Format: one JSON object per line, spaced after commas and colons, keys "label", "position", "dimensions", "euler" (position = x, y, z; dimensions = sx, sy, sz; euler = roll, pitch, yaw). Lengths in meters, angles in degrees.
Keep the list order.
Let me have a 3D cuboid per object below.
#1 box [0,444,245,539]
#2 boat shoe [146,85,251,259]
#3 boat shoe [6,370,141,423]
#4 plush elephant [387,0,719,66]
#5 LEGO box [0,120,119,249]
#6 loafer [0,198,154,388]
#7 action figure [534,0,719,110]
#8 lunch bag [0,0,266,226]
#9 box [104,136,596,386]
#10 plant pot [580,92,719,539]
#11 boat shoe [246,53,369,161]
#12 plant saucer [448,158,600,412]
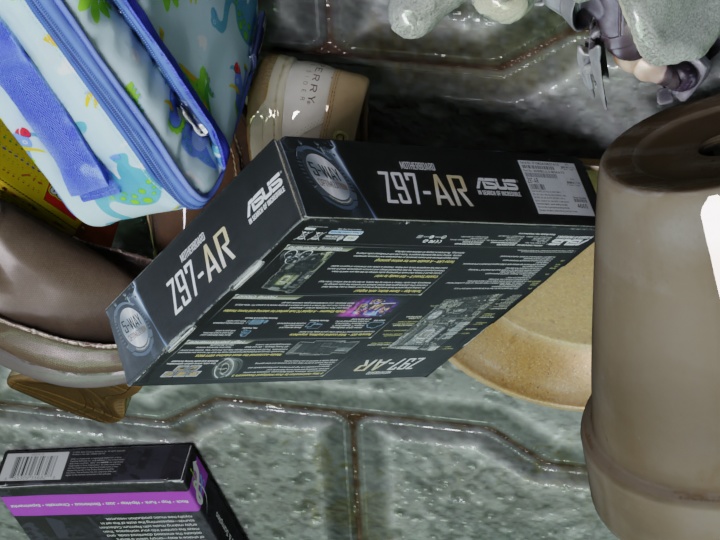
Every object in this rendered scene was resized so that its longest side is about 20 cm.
{"label": "box", "position": [-0.150, 0.194, 1.353], "dimensions": [0.142, 0.036, 0.201], "euler": [-3, 136, 19]}
{"label": "boat shoe", "position": [-0.082, -0.027, 1.049], "dimensions": [0.074, 0.075, 0.203], "euler": [2, 139, 11]}
{"label": "boat shoe", "position": [-0.158, 0.039, 1.151], "dimensions": [0.072, 0.073, 0.200], "euler": [23, 160, -12]}
{"label": "plush elephant", "position": [0.065, -0.151, 0.760], "dimensions": [0.199, 0.156, 0.165], "euler": [-24, 125, 34]}
{"label": "LEGO box", "position": [-0.245, -0.056, 1.054], "dimensions": [0.199, 0.078, 0.149], "euler": [35, 134, -24]}
{"label": "loafer", "position": [-0.179, 0.005, 0.989], "dimensions": [0.198, 0.073, 0.071], "euler": [9, 140, 3]}
{"label": "action figure", "position": [0.172, -0.126, 0.885], "dimensions": [0.198, 0.070, 0.131], "euler": [6, 147, 13]}
{"label": "lunch bag", "position": [-0.122, -0.128, 0.877], "dimensions": [0.082, 0.162, 0.201], "euler": [-10, 134, 24]}
{"label": "box", "position": [0.000, 0.000, 0.952], "dimensions": [0.199, 0.044, 0.160], "euler": [0, 150, -40]}
{"label": "plant pot", "position": [0.187, 0.015, 0.921], "dimensions": [0.198, 0.200, 0.175], "euler": [-8, 114, 22]}
{"label": "boat shoe", "position": [-0.012, -0.027, 1.033], "dimensions": [0.068, 0.074, 0.201], "euler": [5, 140, 14]}
{"label": "plant saucer", "position": [0.124, 0.002, 1.063], "dimensions": [0.198, 0.036, 0.201], "euler": [7, 138, 6]}
